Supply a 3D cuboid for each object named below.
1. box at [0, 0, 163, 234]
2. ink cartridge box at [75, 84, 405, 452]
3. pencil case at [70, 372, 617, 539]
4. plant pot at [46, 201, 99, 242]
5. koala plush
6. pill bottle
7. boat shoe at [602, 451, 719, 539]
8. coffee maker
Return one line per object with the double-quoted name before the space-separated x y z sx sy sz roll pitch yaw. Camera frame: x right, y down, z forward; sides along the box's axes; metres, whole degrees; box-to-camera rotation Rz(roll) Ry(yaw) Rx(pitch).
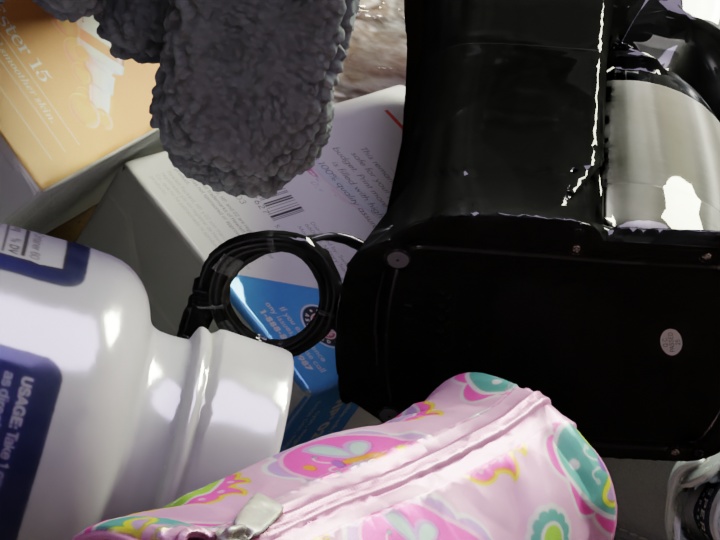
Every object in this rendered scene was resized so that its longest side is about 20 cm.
"box" -0.132 -0.080 1.022 0.125 0.097 0.200 54 30 -1
"ink cartridge box" 0.000 0.000 1.065 0.200 0.068 0.115 -19 62 -46
"pencil case" -0.007 0.089 0.816 0.087 0.088 0.200 34 30 27
"plant pot" -0.059 -0.031 1.166 0.200 0.028 0.200 15 28 -8
"koala plush" -0.066 -0.154 0.943 0.177 0.184 0.200 25 15 -13
"pill bottle" -0.129 0.042 0.884 0.200 0.120 0.120 16 27 -7
"boat shoe" 0.144 0.076 0.979 0.200 0.070 0.071 -3 8 43
"coffee maker" 0.052 -0.048 0.989 0.192 0.135 0.200 22 40 -14
